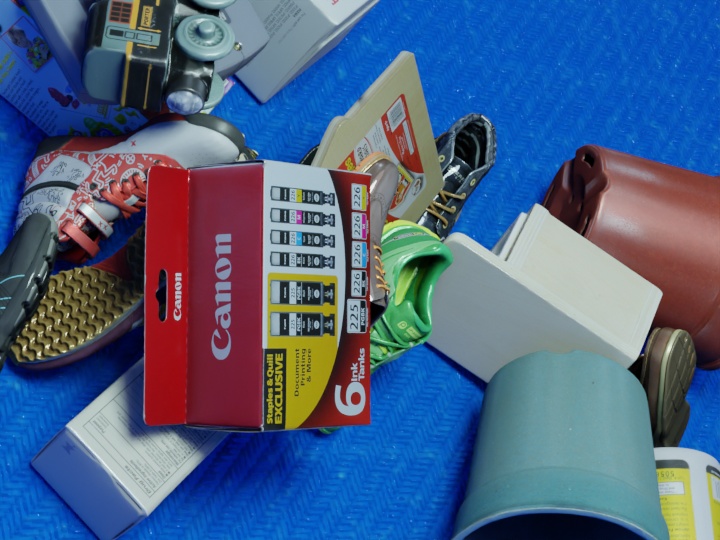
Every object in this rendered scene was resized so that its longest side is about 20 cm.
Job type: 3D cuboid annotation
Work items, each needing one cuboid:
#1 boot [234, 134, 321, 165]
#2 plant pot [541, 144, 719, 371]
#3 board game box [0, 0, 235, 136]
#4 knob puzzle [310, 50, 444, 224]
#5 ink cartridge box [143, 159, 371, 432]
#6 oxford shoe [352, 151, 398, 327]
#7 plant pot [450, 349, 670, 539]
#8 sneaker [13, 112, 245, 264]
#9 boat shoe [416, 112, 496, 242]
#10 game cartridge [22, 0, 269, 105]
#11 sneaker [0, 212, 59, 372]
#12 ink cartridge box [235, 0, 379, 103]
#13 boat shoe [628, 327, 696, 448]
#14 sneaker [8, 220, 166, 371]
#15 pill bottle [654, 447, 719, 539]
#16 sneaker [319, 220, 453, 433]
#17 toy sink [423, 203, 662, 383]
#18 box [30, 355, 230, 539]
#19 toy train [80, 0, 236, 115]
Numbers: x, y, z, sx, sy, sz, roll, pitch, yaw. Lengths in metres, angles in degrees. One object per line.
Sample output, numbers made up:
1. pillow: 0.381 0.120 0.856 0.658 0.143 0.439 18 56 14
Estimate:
1. boot: -0.078 -0.076 1.423 0.154 0.073 0.204 57 43 -36
2. plant pot: 0.285 -0.024 1.618 0.195 0.201 0.201 18 54 -16
3. board game box: -0.227 -0.174 1.396 0.200 0.105 0.103 41 47 -8
4. knob puzzle: -0.007 -0.065 1.414 0.030 0.220 0.220 25 40 29
5. ink cartridge box: -0.075 0.021 1.243 0.175 0.084 0.200 2 87 -52
6. oxford shoe: 0.000 0.000 1.363 0.071 0.073 0.200 29 80 -62
7. plant pot: 0.173 0.186 1.412 0.200 0.200 0.196 27 43 -19
8. sneaker: -0.187 -0.060 1.310 0.067 0.201 0.108 51 42 -46
9. boat shoe: 0.066 -0.067 1.545 0.071 0.091 0.200 34 49 -13
10. game cartridge: -0.175 -0.205 1.358 0.200 0.042 0.133 -21 80 -42
11. sneaker: -0.290 0.038 1.222 0.079 0.075 0.200 25 71 -1
12. ink cartridge box: -0.086 -0.291 1.537 0.200 0.145 0.145 47 47 -2
13. boat shoe: 0.266 0.114 1.520 0.067 0.200 0.072 22 63 20
14. sneaker: -0.184 0.025 1.305 0.200 0.090 0.075 -32 62 -2
15. pill bottle: 0.281 0.270 1.479 0.111 0.111 0.200 18 54 -26
16. sneaker: 0.012 0.048 1.407 0.074 0.084 0.200 38 76 -44
17. toy sink: 0.153 0.028 1.512 0.200 0.130 0.112 33 44 -2
18. box: -0.153 0.112 1.294 0.095 0.078 0.200 49 47 -1
19. toy train: -0.155 -0.208 1.291 0.114 0.085 0.200 8 54 -9
